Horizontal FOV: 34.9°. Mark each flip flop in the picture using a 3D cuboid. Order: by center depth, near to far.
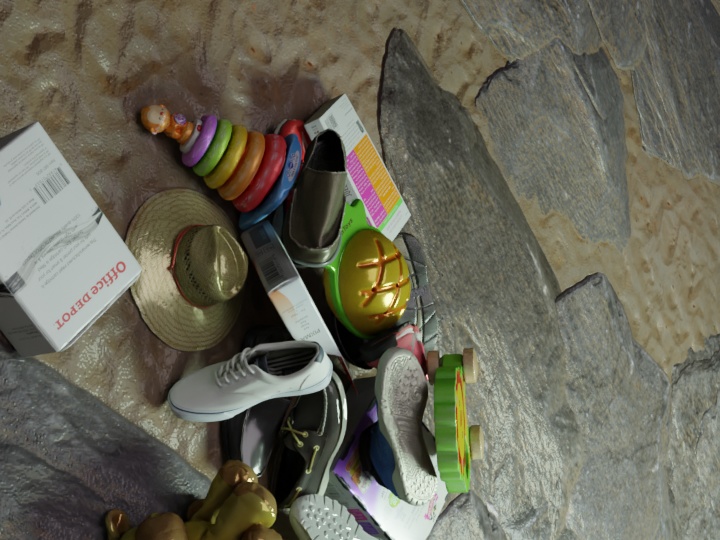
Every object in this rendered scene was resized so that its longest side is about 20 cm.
[{"bbox_3d":[0.061,0.044,1.642,0.080,0.058,0.202,-11,100,-17],"label":"flip flop"}]

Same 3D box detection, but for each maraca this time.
[{"bbox_3d":[0.000,0.000,1.491,0.137,0.106,0.201,-58,135,-36],"label":"maraca"}]

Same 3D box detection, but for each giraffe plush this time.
[{"bbox_3d":[-0.201,0.315,1.278,0.161,0.173,0.201,13,107,-34],"label":"giraffe plush"}]

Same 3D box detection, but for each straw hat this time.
[{"bbox_3d":[-0.182,-0.007,1.381,0.200,0.085,0.203,10,76,-44],"label":"straw hat"}]

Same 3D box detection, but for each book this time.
[{"bbox_3d":[-0.005,-0.134,1.585,0.201,0.048,0.134,64,22,-14],"label":"book"}]

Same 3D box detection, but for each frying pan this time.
[{"bbox_3d":[-0.009,0.047,1.586,0.115,0.031,0.191,30,50,-50],"label":"frying pan"}]

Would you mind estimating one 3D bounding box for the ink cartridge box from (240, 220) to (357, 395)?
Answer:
[{"bbox_3d":[-0.078,0.054,1.447,0.050,0.162,0.201,-26,123,-4],"label":"ink cartridge box"}]

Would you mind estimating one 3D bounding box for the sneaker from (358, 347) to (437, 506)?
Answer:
[{"bbox_3d":[0.036,0.191,1.452,0.076,0.111,0.201,-18,103,-28],"label":"sneaker"}]

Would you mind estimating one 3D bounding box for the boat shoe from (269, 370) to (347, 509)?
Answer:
[{"bbox_3d":[-0.068,0.213,1.419,0.060,0.072,0.202,-13,126,-39],"label":"boat shoe"}]

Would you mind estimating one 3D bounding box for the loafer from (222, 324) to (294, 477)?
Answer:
[{"bbox_3d":[-0.120,0.162,1.423,0.073,0.072,0.202,22,67,-42],"label":"loafer"}]

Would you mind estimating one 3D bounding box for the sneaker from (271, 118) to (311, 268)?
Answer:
[{"bbox_3d":[-0.070,-0.104,1.517,0.077,0.085,0.202,1,82,-47],"label":"sneaker"}]

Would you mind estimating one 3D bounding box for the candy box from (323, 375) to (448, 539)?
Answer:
[{"bbox_3d":[0.031,0.274,1.562,0.200,0.071,0.168,54,49,-25],"label":"candy box"}]

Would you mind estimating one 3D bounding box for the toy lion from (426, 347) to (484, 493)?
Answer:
[{"bbox_3d":[0.119,0.205,1.476,0.192,0.068,0.201,-77,162,-60],"label":"toy lion"}]

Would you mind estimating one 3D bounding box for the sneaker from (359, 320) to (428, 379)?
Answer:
[{"bbox_3d":[0.059,0.120,1.516,0.087,0.073,0.200,63,12,8],"label":"sneaker"}]

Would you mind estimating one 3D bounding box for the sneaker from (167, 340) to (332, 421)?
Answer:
[{"bbox_3d":[-0.133,0.120,1.348,0.071,0.199,0.073,80,-7,-53],"label":"sneaker"}]

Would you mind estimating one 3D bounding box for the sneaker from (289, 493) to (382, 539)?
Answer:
[{"bbox_3d":[-0.036,0.353,1.464,0.200,0.080,0.077,48,48,-33],"label":"sneaker"}]

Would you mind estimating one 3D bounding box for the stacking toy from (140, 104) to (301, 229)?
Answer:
[{"bbox_3d":[-0.181,-0.151,1.414,0.199,0.110,0.117,29,55,-24],"label":"stacking toy"}]

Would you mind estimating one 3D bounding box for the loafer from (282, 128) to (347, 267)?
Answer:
[{"bbox_3d":[-0.054,-0.094,1.401,0.075,0.070,0.201,5,54,-2],"label":"loafer"}]

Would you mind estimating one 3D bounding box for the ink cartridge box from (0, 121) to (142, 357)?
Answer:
[{"bbox_3d":[-0.349,-0.029,1.210,0.145,0.084,0.201,-49,116,-39],"label":"ink cartridge box"}]
